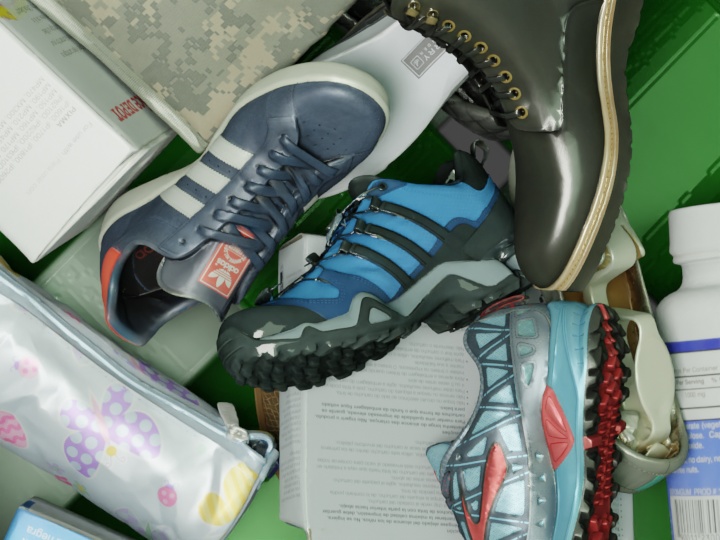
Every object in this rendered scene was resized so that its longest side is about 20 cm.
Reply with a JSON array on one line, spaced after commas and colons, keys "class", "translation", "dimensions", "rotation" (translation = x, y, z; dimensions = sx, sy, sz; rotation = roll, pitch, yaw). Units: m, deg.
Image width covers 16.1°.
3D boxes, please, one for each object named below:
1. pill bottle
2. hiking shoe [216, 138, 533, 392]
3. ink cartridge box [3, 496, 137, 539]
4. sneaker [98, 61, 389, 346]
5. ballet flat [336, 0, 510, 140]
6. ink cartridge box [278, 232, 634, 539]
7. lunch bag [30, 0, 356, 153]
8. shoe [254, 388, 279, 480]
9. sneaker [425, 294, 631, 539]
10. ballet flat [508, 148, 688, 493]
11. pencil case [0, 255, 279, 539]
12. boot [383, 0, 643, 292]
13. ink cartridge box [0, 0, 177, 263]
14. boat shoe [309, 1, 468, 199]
[{"class": "pill bottle", "translation": [0.215, 0.064, 1.361], "dimensions": [0.111, 0.112, 0.202], "rotation": [-4, 87, -6]}, {"class": "hiking shoe", "translation": [0.000, 0.000, 1.277], "dimensions": [0.199, 0.074, 0.087], "rotation": [-19, 77, -39]}, {"class": "ink cartridge box", "translation": [-0.174, 0.225, 1.295], "dimensions": [0.084, 0.145, 0.201], "rotation": [23, 85, -3]}, {"class": "sneaker", "translation": [-0.060, -0.026, 1.282], "dimensions": [0.075, 0.200, 0.085], "rotation": [31, 41, -27]}, {"class": "ballet flat", "translation": [0.024, -0.147, 1.379], "dimensions": [0.200, 0.057, 0.067], "rotation": [39, 83, -3]}, {"class": "ink cartridge box", "translation": [0.052, 0.089, 1.334], "dimensions": [0.198, 0.041, 0.202], "rotation": [7, 73, -24]}, {"class": "lunch bag", "translation": [-0.094, -0.192, 1.302], "dimensions": [0.200, 0.118, 0.164], "rotation": [42, 117, -11]}, {"class": "shoe", "translation": [-0.001, 0.112, 1.370], "dimensions": [0.070, 0.053, 0.201], "rotation": [-26, 82, 33]}, {"class": "sneaker", "translation": [0.080, 0.113, 1.285], "dimensions": [0.095, 0.079, 0.202], "rotation": [7, 90, 25]}, {"class": "ballet flat", "translation": [0.131, 0.015, 1.333], "dimensions": [0.067, 0.064, 0.202], "rotation": [-9, 80, -28]}, {"class": "pencil case", "translation": [-0.140, 0.073, 1.332], "dimensions": [0.199, 0.091, 0.083], "rotation": [33, 55, -1]}, {"class": "boot", "translation": [0.061, -0.095, 1.248], "dimensions": [0.137, 0.077, 0.202], "rotation": [6, 86, -28]}, {"class": "ink cartridge box", "translation": [-0.198, -0.109, 1.304], "dimensions": [0.086, 0.148, 0.200], "rotation": [-44, 92, 10]}, {"class": "boat shoe", "translation": [0.023, -0.109, 1.333], "dimensions": [0.200, 0.057, 0.069], "rotation": [-38, 98, 11]}]
